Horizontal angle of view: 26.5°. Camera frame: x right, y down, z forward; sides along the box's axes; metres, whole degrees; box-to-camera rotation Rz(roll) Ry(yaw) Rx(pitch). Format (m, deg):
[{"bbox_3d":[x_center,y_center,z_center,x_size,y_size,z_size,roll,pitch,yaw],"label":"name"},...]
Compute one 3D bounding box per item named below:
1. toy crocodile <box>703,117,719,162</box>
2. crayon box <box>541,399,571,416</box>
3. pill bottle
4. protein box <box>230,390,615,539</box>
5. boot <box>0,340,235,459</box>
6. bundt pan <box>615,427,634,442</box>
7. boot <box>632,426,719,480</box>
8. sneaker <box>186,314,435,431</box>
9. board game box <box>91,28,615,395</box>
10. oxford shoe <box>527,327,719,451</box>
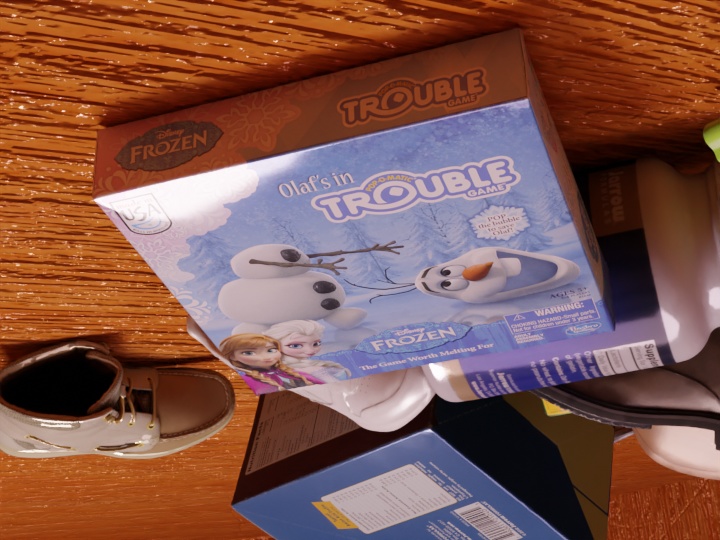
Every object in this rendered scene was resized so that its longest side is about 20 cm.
[{"bbox_3d":[0.264,-0.068,0.789,0.199,0.062,0.067,3,163,-24],"label":"toy crocodile"},{"bbox_3d":[0.198,0.017,0.960,0.199,0.058,0.119,-11,130,15],"label":"crayon box"},{"bbox_3d":[0.130,0.001,0.856,0.199,0.117,0.116,-12,166,15],"label":"pill bottle"},{"bbox_3d":[0.050,0.143,1.141,0.199,0.136,0.198,-26,127,37],"label":"protein box"},{"bbox_3d":[-0.185,0.098,1.175,0.198,0.073,0.155,-4,164,-15],"label":"boot"},{"bbox_3d":[0.216,0.149,1.546,0.201,0.076,0.202,-23,169,-5],"label":"bundt pan"},{"bbox_3d":[0.216,0.063,1.072,0.199,0.071,0.146,21,-144,18],"label":"boot"},{"bbox_3d":[-0.033,0.053,0.967,0.099,0.075,0.199,17,173,-42],"label":"sneaker"},{"bbox_3d":[0.006,-0.016,0.732,0.199,0.044,0.199,-12,145,15],"label":"board game box"},{"bbox_3d":[0.181,0.054,0.920,0.198,0.085,0.073,9,-168,8],"label":"oxford shoe"}]
